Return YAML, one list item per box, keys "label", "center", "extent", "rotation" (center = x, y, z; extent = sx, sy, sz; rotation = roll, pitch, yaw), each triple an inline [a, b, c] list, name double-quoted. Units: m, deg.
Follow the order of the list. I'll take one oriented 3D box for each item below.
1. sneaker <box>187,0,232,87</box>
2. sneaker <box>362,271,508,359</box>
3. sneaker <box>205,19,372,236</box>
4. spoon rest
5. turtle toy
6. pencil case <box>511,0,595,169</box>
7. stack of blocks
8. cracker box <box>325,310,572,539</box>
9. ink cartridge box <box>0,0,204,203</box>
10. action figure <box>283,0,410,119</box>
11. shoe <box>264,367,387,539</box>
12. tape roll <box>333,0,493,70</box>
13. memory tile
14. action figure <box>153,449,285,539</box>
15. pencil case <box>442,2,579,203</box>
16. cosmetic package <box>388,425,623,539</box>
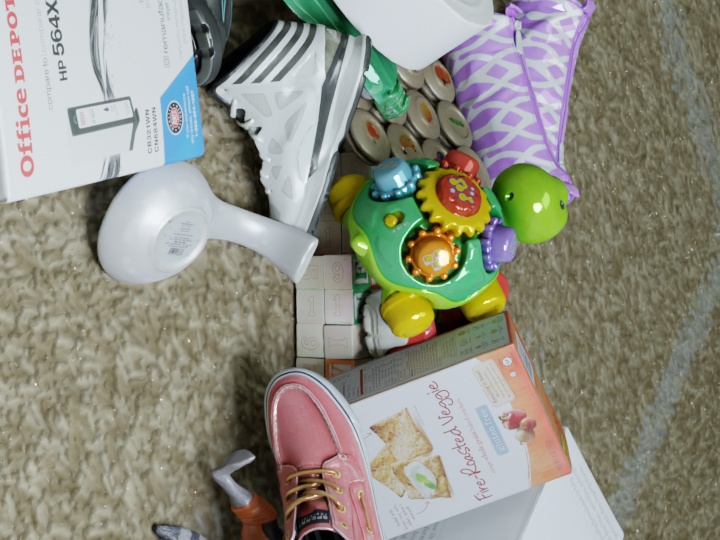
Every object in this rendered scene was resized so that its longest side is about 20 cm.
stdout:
- label: "sneaker"
  center: [-0.138, -0.236, 1.270]
  extent: [0.079, 0.075, 0.200]
  rotation: [-57, 144, -58]
- label: "sneaker"
  center: [0.082, 0.041, 1.478]
  extent: [0.200, 0.085, 0.077]
  rotation: [-21, 110, -55]
- label: "sneaker"
  center: [-0.071, -0.109, 1.372]
  extent: [0.076, 0.115, 0.201]
  rotation: [-86, -167, -62]
- label: "spoon rest"
  center: [-0.119, -0.029, 1.302]
  extent: [0.200, 0.061, 0.099]
  rotation: [12, 109, -51]
- label: "turtle toy"
  center: [0.076, -0.038, 1.390]
  extent: [0.200, 0.101, 0.146]
  rotation: [-10, 63, -35]
- label: "pencil case"
  center: [0.170, -0.170, 1.697]
  extent: [0.084, 0.085, 0.200]
  rotation: [27, 68, -55]
- label: "stack of blocks"
  center: [0.000, 0.000, 1.482]
  extent: [0.115, 0.058, 0.200]
  rotation: [-4, 94, -57]
- label: "cracker box"
  center: [0.053, 0.131, 1.399]
  extent: [0.058, 0.200, 0.134]
  rotation: [-90, 156, -61]
- label: "ink cartridge box"
  center: [-0.201, -0.129, 1.150]
  extent: [0.200, 0.084, 0.146]
  rotation: [-22, 110, -55]
- label: "action figure"
  center: [-0.024, -0.198, 1.397]
  extent: [0.200, 0.055, 0.118]
  rotation: [50, 33, -23]
- label: "shoe"
  center: [-0.028, 0.171, 1.309]
  extent: [0.091, 0.071, 0.200]
  rotation: [-8, 79, -79]
- label: "tape roll"
  center: [0.024, -0.266, 1.418]
  extent: [0.202, 0.071, 0.203]
  rotation: [44, 27, -30]
- label: "memory tile"
  center: [0.038, -0.141, 1.503]
  extent: [0.200, 0.017, 0.154]
  rotation: [16, 52, -52]
- label: "action figure"
  center: [-0.078, 0.224, 1.378]
  extent: [0.194, 0.104, 0.200]
  rotation: [62, 13, -45]
- label: "pencil case"
  center: [0.135, -0.143, 1.604]
  extent: [0.084, 0.085, 0.200]
  rotation: [18, 54, -62]
- label: "cosmetic package"
  center: [0.092, 0.238, 1.505]
  extent: [0.165, 0.200, 0.165]
  rotation: [59, 45, -40]
